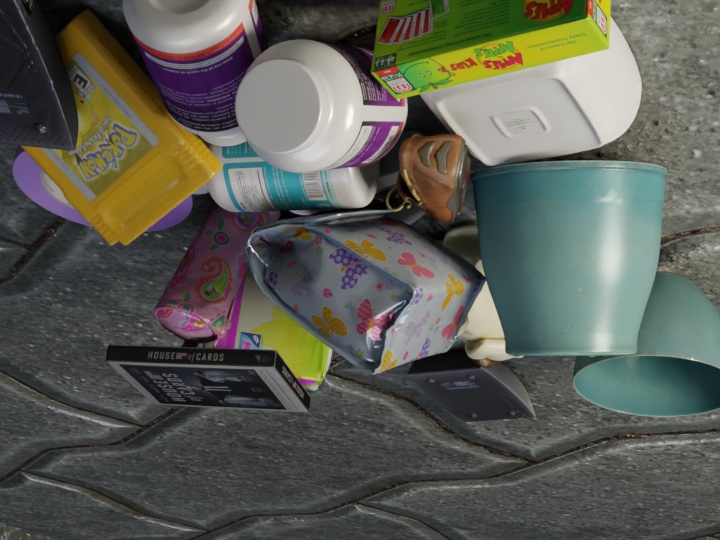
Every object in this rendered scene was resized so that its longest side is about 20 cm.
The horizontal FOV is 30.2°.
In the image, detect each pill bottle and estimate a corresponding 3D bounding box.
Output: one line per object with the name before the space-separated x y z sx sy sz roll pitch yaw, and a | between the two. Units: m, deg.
pill bottle | -0.140 -0.198 1.219 0.112 0.113 0.200 3 154 9
pill bottle | -0.087 -0.117 1.376 0.199 0.111 0.111 0 153 17
pill bottle | -0.036 -0.146 1.187 0.112 0.113 0.200 -2 -175 19

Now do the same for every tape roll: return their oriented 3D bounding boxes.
tape roll | -0.279 -0.117 1.481 0.199 0.066 0.200 6 155 3

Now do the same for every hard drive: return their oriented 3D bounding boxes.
hard drive | 0.168 0.171 1.982 0.134 0.043 0.200 -8 150 29
hard drive | -0.343 -0.205 1.251 0.134 0.042 0.201 7 137 21

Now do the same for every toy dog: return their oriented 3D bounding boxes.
toy dog | 0.139 0.049 1.635 0.193 0.140 0.200 2 157 42

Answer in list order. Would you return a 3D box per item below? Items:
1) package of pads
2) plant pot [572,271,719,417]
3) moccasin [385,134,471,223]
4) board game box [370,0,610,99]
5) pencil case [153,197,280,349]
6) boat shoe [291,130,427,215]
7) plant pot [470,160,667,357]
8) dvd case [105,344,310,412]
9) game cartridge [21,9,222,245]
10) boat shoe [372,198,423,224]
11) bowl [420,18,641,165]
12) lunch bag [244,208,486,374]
package of pads | -0.101 0.035 1.588 0.154 0.201 0.068 9 161 -5
plant pot | 0.363 0.082 1.637 0.199 0.135 0.200 6 154 3
moccasin | 0.066 -0.090 1.313 0.077 0.074 0.201 11 178 7
board game box | 0.109 -0.218 1.124 0.199 0.102 0.048 -9 151 31
pencil case | -0.159 -0.011 1.509 0.087 0.201 0.088 17 153 9
boat shoe | 0.006 -0.096 1.453 0.199 0.070 0.066 -20 143 31
plant pot | 0.213 -0.006 1.361 0.199 0.189 0.200 -1 178 0
dvd case | -0.171 0.124 1.526 0.199 0.025 0.150 1 156 14
game cartridge | -0.258 -0.133 1.334 0.176 0.032 0.200 -33 102 38
boat shoe | -0.014 -0.057 1.521 0.199 0.071 0.072 -25 174 13
bowl | 0.153 -0.168 1.251 0.199 0.075 0.200 -8 151 27
lunch bag | 0.000 0.000 1.367 0.200 0.128 0.169 33 -160 25
